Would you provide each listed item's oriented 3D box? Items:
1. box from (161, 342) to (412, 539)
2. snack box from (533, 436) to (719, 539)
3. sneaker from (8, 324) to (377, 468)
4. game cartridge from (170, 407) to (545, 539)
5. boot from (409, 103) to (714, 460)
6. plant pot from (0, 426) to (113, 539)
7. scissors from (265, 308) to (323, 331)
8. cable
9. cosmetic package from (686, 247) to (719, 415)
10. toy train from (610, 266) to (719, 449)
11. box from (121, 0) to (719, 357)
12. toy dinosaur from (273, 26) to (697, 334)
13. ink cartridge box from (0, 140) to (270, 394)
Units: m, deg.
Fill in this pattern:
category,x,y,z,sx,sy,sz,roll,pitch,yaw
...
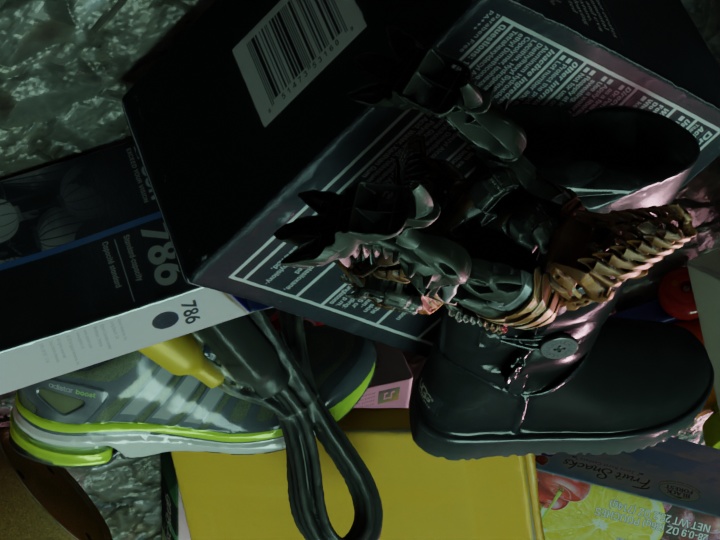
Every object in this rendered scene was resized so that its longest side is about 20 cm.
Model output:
category,x,y,z,sx,sy,sz,roll,pitch,yaw
box,-0.048,0.123,1.332,0.144,0.036,0.200,-13,144,-14
snack box,0.118,0.179,1.276,0.168,0.068,0.201,14,127,7
sneaker,-0.088,0.050,1.162,0.199,0.074,0.081,-9,124,-10
game cartridge,0.003,0.150,1.229,0.199,0.032,0.177,1,123,16
boot,0.114,0.002,1.017,0.164,0.066,0.200,-11,140,-22
plant pot,-0.237,0.186,1.206,0.200,0.187,0.186,-42,144,4
scissors,0.000,0.000,1.209,0.199,0.014,0.073,-27,144,4
cable,-0.047,0.056,1.137,0.050,0.097,0.200,-4,127,50
cosmetic package,0.251,0.078,1.155,0.103,0.087,0.201,-22,110,-15
toy train,0.213,0.063,1.323,0.199,0.116,0.085,-18,147,-5
box,0.034,-0.073,1.022,0.200,0.124,0.198,-42,141,25
toy dinosaur,0.050,-0.022,0.879,0.200,0.102,0.136,-23,133,37
ink cartridge box,-0.135,-0.004,1.046,0.199,0.100,0.039,-18,145,-8
